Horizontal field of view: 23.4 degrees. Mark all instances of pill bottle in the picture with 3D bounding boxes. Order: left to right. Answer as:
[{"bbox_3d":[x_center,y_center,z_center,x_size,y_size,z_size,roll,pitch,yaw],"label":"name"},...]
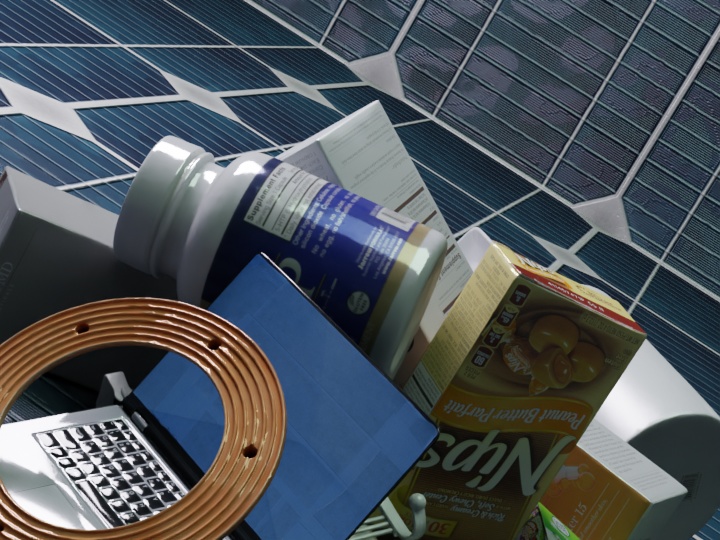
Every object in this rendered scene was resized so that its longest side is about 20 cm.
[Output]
[{"bbox_3d":[-0.054,-0.008,1.141,0.199,0.121,0.120,24,12,7],"label":"pill bottle"}]

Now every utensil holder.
[{"bbox_3d":[0.212,0.135,1.541,0.169,0.171,0.200,21,19,-36],"label":"utensil holder"}]

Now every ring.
[{"bbox_3d":[-0.139,0.095,0.974,0.200,0.200,0.019,40,-27,35],"label":"ring"}]

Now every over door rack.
[{"bbox_3d":[-0.066,0.110,1.127,0.147,0.067,0.200,-7,36,-33],"label":"over door rack"}]

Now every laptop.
[{"bbox_3d":[-0.098,0.096,0.987,0.199,0.117,0.187,-7,38,-42],"label":"laptop"}]

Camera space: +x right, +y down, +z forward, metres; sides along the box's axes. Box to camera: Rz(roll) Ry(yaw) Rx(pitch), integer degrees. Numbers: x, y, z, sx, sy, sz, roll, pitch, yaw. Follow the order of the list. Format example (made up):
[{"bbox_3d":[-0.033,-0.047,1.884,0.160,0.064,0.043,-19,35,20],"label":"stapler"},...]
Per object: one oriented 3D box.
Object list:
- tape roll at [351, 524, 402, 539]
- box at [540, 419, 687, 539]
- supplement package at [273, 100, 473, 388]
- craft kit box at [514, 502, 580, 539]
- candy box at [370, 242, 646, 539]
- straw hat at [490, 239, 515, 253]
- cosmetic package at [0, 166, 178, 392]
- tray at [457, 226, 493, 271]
[{"bbox_3d":[0.040,0.207,1.181,0.202,0.037,0.203,29,13,-7],"label":"tape roll"},{"bbox_3d":[0.128,0.163,1.341,0.199,0.125,0.097,37,15,23],"label":"box"},{"bbox_3d":[0.000,0.000,1.260,0.201,0.113,0.109,60,32,-6],"label":"supplement package"},{"bbox_3d":[0.185,0.268,1.168,0.200,0.049,0.198,43,13,-13],"label":"craft kit box"},{"bbox_3d":[0.090,0.094,1.181,0.115,0.201,0.055,23,16,-26],"label":"candy box"},{"bbox_3d":[0.076,0.076,1.471,0.084,0.203,0.201,-3,31,-32],"label":"straw hat"},{"bbox_3d":[-0.181,0.020,1.223,0.199,0.107,0.090,21,16,-29],"label":"cosmetic package"},{"bbox_3d":[0.047,0.058,1.412,0.022,0.200,0.107,45,3,-35],"label":"tray"}]
